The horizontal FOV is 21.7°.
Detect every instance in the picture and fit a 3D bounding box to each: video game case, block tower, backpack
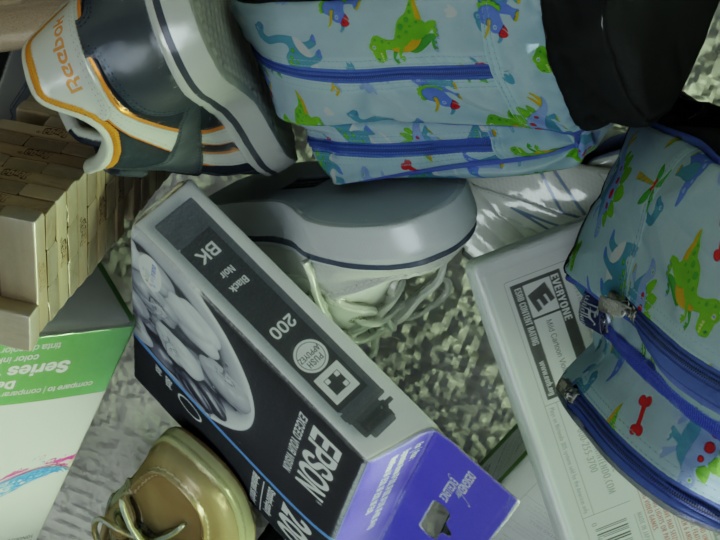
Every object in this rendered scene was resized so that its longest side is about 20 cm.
[{"bbox_3d":[0.160,0.059,0.815,0.180,0.023,0.202,-20,98,-4],"label":"video game case"},{"bbox_3d":[-0.128,-0.044,0.823,0.053,0.200,0.058,11,123,11],"label":"block tower"},{"bbox_3d":[0.042,-0.108,0.758,0.198,0.164,0.155,7,135,24],"label":"backpack"},{"bbox_3d":[0.174,0.032,0.701,0.181,0.200,0.148,21,97,-9],"label":"backpack"}]

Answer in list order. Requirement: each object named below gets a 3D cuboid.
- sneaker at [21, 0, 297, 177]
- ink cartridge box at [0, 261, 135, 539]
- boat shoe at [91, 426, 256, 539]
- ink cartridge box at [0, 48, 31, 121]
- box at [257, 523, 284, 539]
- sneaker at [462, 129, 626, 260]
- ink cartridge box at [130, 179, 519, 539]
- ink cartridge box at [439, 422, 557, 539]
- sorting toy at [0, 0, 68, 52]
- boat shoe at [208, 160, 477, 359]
[{"bbox_3d":[-0.082,-0.079,0.784,0.079,0.200,0.079,-20,78,7],"label":"sneaker"},{"bbox_3d":[-0.206,0.049,0.938,0.145,0.083,0.201,55,132,31],"label":"ink cartridge box"},{"bbox_3d":[-0.106,0.154,0.984,0.073,0.063,0.201,40,145,16],"label":"boat shoe"},{"bbox_3d":[-0.199,-0.053,0.846,0.093,0.202,0.044,6,158,22],"label":"ink cartridge box"},{"bbox_3d":[-0.010,0.260,0.967,0.199,0.199,0.124,33,123,-3],"label":"box"},{"bbox_3d":[0.118,-0.008,0.841,0.199,0.075,0.087,39,120,-7],"label":"sneaker"},{"bbox_3d":[-0.027,0.074,0.866,0.200,0.043,0.198,43,159,11],"label":"ink cartridge box"},{"bbox_3d":[0.103,0.131,0.925,0.103,0.060,0.200,32,139,-2],"label":"ink cartridge box"},{"bbox_3d":[-0.198,-0.121,0.721,0.183,0.200,0.037,-9,81,-2],"label":"sorting toy"},{"bbox_3d":[-0.004,0.002,0.834,0.201,0.074,0.087,4,118,59],"label":"boat shoe"}]
